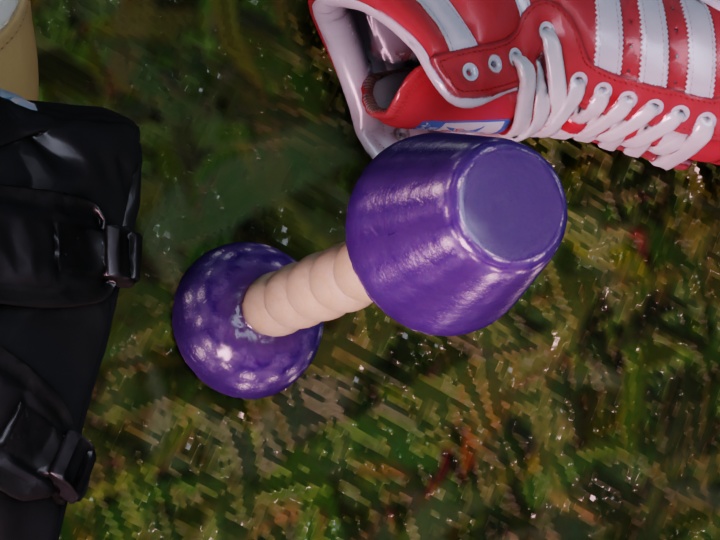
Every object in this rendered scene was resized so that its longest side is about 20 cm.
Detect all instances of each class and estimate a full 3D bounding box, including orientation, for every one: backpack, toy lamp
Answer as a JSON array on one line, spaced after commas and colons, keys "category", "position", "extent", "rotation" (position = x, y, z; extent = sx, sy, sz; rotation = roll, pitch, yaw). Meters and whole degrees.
[{"category": "backpack", "position": [-0.181, 0.003, 0.776], "extent": [0.200, 0.153, 0.164], "rotation": [22, 73, -42]}, {"category": "toy lamp", "position": [0.000, 0.000, 0.813], "extent": [0.058, 0.200, 0.058], "rotation": [5, 77, -23]}]

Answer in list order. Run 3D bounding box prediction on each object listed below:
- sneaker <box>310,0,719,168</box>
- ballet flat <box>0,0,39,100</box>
[{"category": "sneaker", "position": [0.074, -0.059, 0.921], "extent": [0.200, 0.071, 0.113], "rotation": [36, 63, -5]}, {"category": "ballet flat", "position": [-0.142, -0.126, 0.851], "extent": [0.068, 0.063, 0.201], "rotation": [-18, 88, -27]}]
